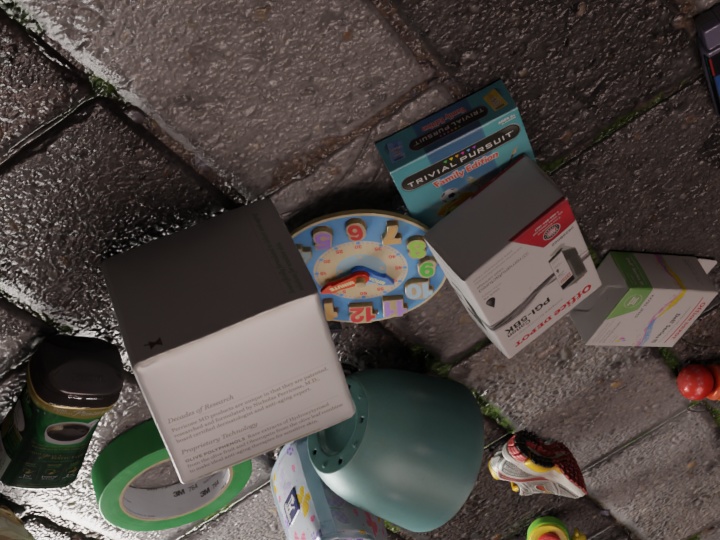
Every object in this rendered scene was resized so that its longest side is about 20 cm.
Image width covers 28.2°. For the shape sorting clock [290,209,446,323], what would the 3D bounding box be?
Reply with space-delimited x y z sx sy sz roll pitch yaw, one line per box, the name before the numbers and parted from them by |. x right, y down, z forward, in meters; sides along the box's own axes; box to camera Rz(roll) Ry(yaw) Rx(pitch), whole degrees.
shape sorting clock | 0.000 0.000 1.601 0.199 0.039 0.200 -3 147 -2

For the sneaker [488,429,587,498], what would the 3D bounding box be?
sneaker | 0.269 0.302 2.166 0.082 0.078 0.200 -39 133 26

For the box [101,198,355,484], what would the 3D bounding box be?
box | -0.138 0.068 1.479 0.199 0.199 0.172 -22 127 -6

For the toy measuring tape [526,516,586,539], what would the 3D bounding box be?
toy measuring tape | 0.273 0.447 2.369 0.199 0.074 0.074 -8 145 7

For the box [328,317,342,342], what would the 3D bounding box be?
box | -0.128 0.122 1.712 0.160 0.049 0.200 0 138 -27

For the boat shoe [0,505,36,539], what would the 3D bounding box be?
boat shoe | -0.445 0.322 1.765 0.073 0.069 0.200 -24 166 -12

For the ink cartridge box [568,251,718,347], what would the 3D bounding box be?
ink cartridge box | 0.388 0.041 1.896 0.199 0.067 0.117 2 137 -32

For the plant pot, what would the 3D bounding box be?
plant pot | 0.031 0.214 1.810 0.160 0.201 0.201 21 125 -33

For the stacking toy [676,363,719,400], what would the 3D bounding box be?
stacking toy | 0.566 0.172 2.165 0.199 0.086 0.086 1 138 -26

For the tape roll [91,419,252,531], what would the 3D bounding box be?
tape roll | -0.239 0.257 1.821 0.199 0.048 0.201 -16 144 -12

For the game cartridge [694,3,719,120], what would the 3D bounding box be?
game cartridge | 0.447 -0.242 1.601 0.129 0.038 0.200 -32 144 3

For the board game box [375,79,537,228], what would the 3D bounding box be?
board game box | 0.118 -0.101 1.573 0.150 0.047 0.200 -27 145 3

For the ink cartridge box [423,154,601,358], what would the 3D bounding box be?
ink cartridge box | 0.174 -0.011 1.590 0.147 0.083 0.200 -39 145 -2

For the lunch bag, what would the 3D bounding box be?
lunch bag | -0.043 0.323 1.917 0.127 0.170 0.200 -22 148 2

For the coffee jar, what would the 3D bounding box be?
coffee jar | -0.338 0.158 1.601 0.104 0.086 0.200 5 136 -32
